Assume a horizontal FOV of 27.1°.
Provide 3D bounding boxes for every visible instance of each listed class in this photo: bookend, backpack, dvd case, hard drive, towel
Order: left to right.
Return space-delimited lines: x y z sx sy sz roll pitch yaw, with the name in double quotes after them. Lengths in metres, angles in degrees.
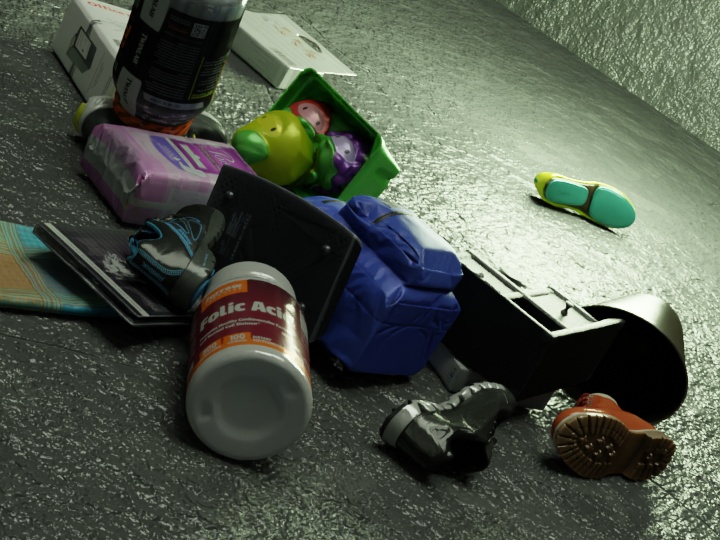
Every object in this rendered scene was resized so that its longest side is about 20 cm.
-0.335 -0.008 1.421 0.199 0.022 0.147 9 28 -42 "towel"
-0.220 0.006 1.499 0.149 0.016 0.200 40 14 20 "dvd case"
-0.091 -0.019 1.567 0.200 0.136 0.042 29 9 35 "hard drive"
0.000 0.000 1.629 0.200 0.168 0.162 41 12 31 "backpack"
0.174 0.047 1.745 0.199 0.092 0.200 40 23 25 "bookend"

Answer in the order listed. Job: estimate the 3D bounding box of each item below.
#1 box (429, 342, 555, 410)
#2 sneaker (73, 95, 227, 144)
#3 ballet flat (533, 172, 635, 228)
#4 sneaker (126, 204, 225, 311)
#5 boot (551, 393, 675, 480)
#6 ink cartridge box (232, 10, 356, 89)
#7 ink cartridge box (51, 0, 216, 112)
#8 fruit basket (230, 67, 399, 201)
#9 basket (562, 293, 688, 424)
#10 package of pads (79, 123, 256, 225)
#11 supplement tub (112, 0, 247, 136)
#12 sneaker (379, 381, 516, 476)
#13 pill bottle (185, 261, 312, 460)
0.128 0.084 1.781 0.144 0.036 0.200 15 27 -32 "box"
-0.247 -0.153 1.804 0.199 0.075 0.085 2 39 -33 "sneaker"
0.376 -0.125 2.527 0.199 0.067 0.067 17 11 -27 "ballet flat"
-0.188 -0.033 1.514 0.082 0.073 0.200 32 14 -14 "sneaker"
0.263 0.180 1.697 0.200 0.075 0.107 19 19 -47 "boot"
-0.130 -0.357 2.425 0.200 0.045 0.176 43 26 30 "ink cartridge box"
-0.298 -0.265 1.952 0.145 0.084 0.200 12 27 -38 "ink cartridge box"
-0.075 -0.169 1.962 0.215 0.156 0.216 40 8 -7 "fruit basket"
0.341 0.101 1.886 0.180 0.137 0.200 29 17 14 "basket"
-0.209 -0.102 1.713 0.199 0.076 0.121 7 33 -45 "package of pads"
-0.213 -0.261 1.722 0.122 0.201 0.123 18 32 -12 "supplement tub"
0.109 0.169 1.530 0.090 0.067 0.200 44 29 27 "sneaker"
-0.104 0.077 1.392 0.114 0.115 0.200 23 22 -15 "pill bottle"
